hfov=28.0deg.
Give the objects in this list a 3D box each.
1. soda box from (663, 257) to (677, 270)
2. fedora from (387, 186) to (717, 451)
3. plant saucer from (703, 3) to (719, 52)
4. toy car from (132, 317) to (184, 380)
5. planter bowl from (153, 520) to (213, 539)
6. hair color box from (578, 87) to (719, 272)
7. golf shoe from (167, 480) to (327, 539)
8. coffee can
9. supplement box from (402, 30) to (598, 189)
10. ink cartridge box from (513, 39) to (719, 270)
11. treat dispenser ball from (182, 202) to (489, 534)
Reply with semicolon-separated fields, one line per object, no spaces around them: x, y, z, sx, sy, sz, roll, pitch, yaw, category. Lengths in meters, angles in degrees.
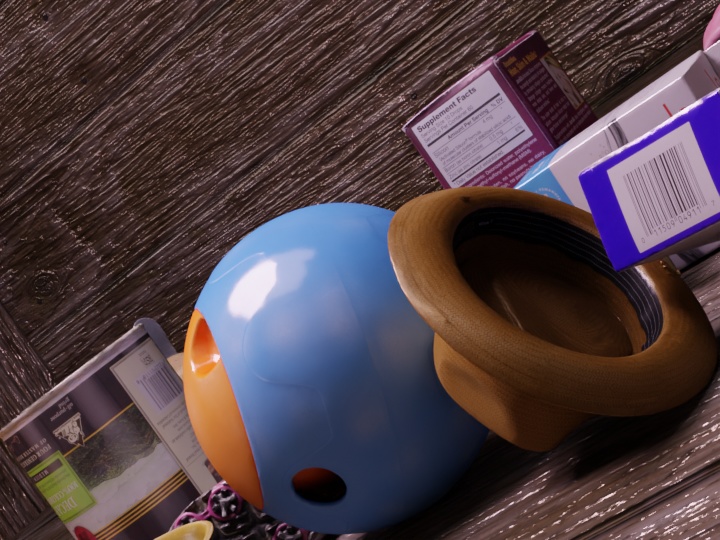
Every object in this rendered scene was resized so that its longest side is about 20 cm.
0.121;0.036;1.009;0.199;0.068;0.064;-35;4;28;soda box
0.094;0.032;0.778;0.200;0.199;0.083;-41;-26;-56;fedora
0.344;-0.189;1.032;0.197;0.052;0.201;-3;-14;-1;plant saucer
-0.134;0.106;1.309;0.159;0.198;0.164;-66;-7;28;toy car
-0.144;0.237;0.826;0.199;0.084;0.200;-35;5;4;planter bowl
0.228;-0.063;0.792;0.198;0.066;0.109;-12;-12;-39;hair color box
-0.046;0.163;1.030;0.198;0.073;0.092;-27;-4;-4;golf shoe
-0.175;0.166;1.161;0.146;0.201;0.146;-36;3;2;coffee can
0.144;-0.075;1.167;0.103;0.201;0.131;-34;3;29;supplement box
0.219;-0.069;1.015;0.199;0.117;0.068;-35;4;34;ink cartridge box
-0.012;0.060;0.897;0.200;0.202;0.201;-36;3;2;treat dispenser ball
